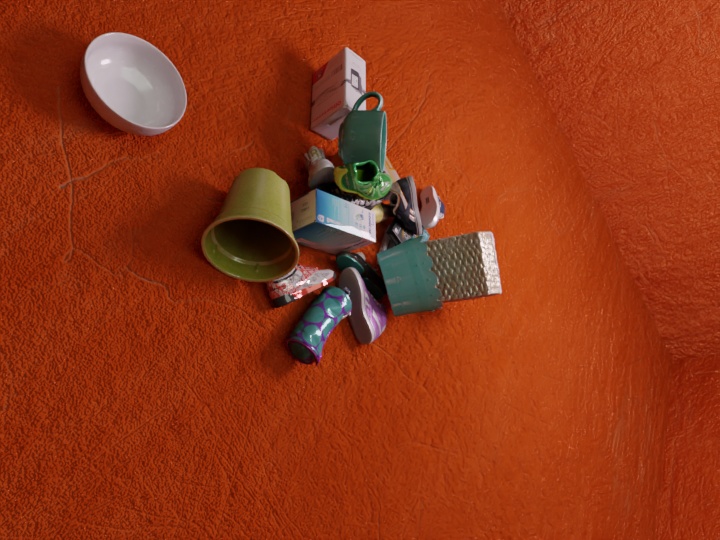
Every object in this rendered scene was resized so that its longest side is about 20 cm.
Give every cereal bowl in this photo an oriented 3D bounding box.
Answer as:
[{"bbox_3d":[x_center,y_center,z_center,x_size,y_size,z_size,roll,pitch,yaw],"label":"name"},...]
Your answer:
[{"bbox_3d":[-0.453,-0.355,1.045,0.199,0.083,0.203,20,61,-41],"label":"cereal bowl"}]

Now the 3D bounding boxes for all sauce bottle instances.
[{"bbox_3d":[0.038,-0.165,1.509,0.199,0.066,0.067,-14,84,-51],"label":"sauce bottle"}]

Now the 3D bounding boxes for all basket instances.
[{"bbox_3d":[0.302,-0.011,1.588,0.160,0.196,0.203,3,78,-66],"label":"basket"}]

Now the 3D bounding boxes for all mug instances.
[{"bbox_3d":[0.006,-0.345,1.367,0.153,0.113,0.187,80,15,-62],"label":"mug"}]

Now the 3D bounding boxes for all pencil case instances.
[{"bbox_3d":[-0.092,0.125,1.237,0.092,0.085,0.201,33,48,3],"label":"pencil case"}]

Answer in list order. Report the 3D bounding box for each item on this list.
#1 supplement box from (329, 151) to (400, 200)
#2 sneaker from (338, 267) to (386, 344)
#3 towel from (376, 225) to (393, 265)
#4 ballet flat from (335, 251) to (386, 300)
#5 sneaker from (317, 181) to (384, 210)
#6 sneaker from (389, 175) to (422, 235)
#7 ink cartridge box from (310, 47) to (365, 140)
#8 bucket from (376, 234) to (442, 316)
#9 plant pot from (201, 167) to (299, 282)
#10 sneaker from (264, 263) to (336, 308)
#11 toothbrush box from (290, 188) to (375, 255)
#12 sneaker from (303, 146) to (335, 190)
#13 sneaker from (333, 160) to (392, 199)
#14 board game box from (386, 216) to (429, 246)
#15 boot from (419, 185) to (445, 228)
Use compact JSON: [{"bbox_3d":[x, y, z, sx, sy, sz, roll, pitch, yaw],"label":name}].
[{"bbox_3d":[0.017,-0.267,1.498,0.199,0.073,0.127,-10,66,-48],"label":"supplement box"},{"bbox_3d":[0.011,0.080,1.383,0.114,0.072,0.203,-26,104,-52],"label":"sneaker"},{"bbox_3d":[0.130,-0.024,1.580,0.200,0.024,0.148,41,50,-29],"label":"towel"},{"bbox_3d":[0.000,0.000,1.407,0.200,0.067,0.069,49,35,-36],"label":"ballet flat"},{"bbox_3d":[-0.036,-0.172,1.349,0.198,0.091,0.067,-3,56,-40],"label":"sneaker"},{"bbox_3d":[0.127,-0.179,1.522,0.079,0.078,0.201,-103,177,-49],"label":"sneaker"},{"bbox_3d":[-0.061,-0.484,1.467,0.083,0.144,0.203,20,60,-41],"label":"ink cartridge box"},{"bbox_3d":[0.130,0.021,1.421,0.207,0.133,0.210,-16,90,-87],"label":"bucket"},{"bbox_3d":[-0.224,-0.110,1.133,0.199,0.199,0.186,32,41,-34],"label":"plant pot"},{"bbox_3d":[-0.142,0.002,1.246,0.201,0.067,0.109,-28,97,-46],"label":"sneaker"},{"bbox_3d":[-0.079,-0.112,1.298,0.199,0.146,0.086,16,66,-41],"label":"toothbrush box"},{"bbox_3d":[-0.111,-0.262,1.322,0.073,0.200,0.117,-18,82,-9],"label":"sneaker"},{"bbox_3d":[0.022,-0.219,1.284,0.199,0.083,0.075,-3,79,-52],"label":"sneaker"},{"bbox_3d":[0.147,-0.107,1.593,0.136,0.028,0.200,53,31,-15],"label":"board game box"},{"bbox_3d":[0.241,-0.185,1.707,0.090,0.072,0.201,44,34,-30],"label":"boot"}]
